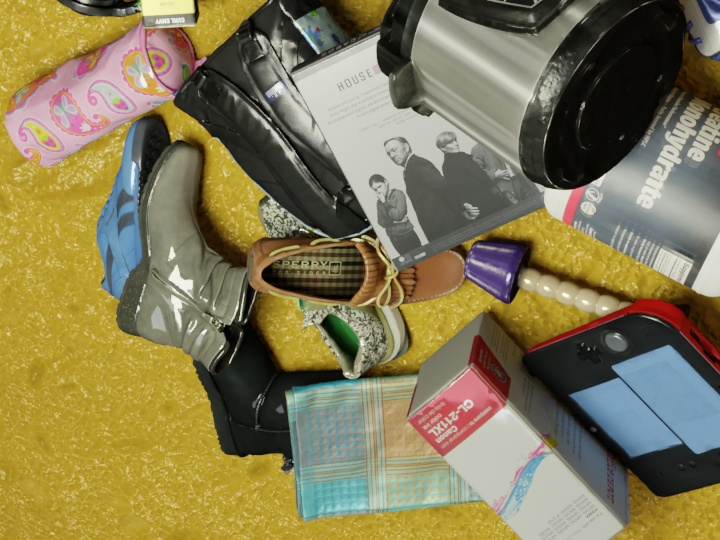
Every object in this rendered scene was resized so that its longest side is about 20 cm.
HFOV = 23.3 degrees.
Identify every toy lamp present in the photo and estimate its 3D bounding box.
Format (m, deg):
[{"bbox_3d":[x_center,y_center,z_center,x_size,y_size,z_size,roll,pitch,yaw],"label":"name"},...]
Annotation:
[{"bbox_3d":[0.188,0.021,1.540,0.199,0.058,0.058,21,122,12],"label":"toy lamp"}]

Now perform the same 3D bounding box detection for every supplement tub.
[{"bbox_3d":[0.262,-0.066,1.407,0.199,0.140,0.141,28,124,10],"label":"supplement tub"}]

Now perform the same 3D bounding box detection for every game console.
[{"bbox_3d":[0.260,0.116,1.526,0.200,0.031,0.177,45,138,-15],"label":"game console"}]

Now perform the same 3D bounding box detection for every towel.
[{"bbox_3d":[0.032,0.166,1.657,0.199,0.022,0.147,-5,115,0],"label":"towel"}]

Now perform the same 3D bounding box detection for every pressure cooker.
[{"bbox_3d":[0.118,-0.175,1.303,0.200,0.175,0.179,39,117,30],"label":"pressure cooker"}]

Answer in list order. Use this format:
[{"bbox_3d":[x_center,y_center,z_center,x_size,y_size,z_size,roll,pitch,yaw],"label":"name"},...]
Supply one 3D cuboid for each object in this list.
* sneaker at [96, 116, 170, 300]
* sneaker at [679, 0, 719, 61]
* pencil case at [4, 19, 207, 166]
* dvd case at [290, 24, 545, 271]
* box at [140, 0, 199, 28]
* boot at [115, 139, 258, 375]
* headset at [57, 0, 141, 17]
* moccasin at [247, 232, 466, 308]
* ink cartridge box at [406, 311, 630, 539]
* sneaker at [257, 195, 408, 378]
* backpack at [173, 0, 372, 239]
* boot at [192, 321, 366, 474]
[{"bbox_3d":[-0.227,-0.058,1.691,0.078,0.066,0.201,16,121,22],"label":"sneaker"},{"bbox_3d":[0.257,-0.226,1.365,0.198,0.081,0.116,12,117,18],"label":"sneaker"},{"bbox_3d":[-0.240,-0.166,1.632,0.199,0.087,0.088,-23,104,31],"label":"pencil case"},{"bbox_3d":[0.053,-0.112,1.446,0.150,0.025,0.201,-23,113,13],"label":"dvd case"},{"bbox_3d":[-0.170,-0.314,1.506,0.050,0.075,0.201,-4,106,-1],"label":"box"},{"bbox_3d":[-0.146,-0.012,1.639,0.130,0.068,0.201,18,98,27],"label":"boot"},{"bbox_3d":[-0.259,-0.282,1.575,0.199,0.094,0.124,-8,111,16],"label":"headset"},{"bbox_3d":[0.000,-0.002,1.562,0.200,0.078,0.074,7,101,-15],"label":"moccasin"},{"bbox_3d":[0.143,0.153,1.556,0.083,0.146,0.200,-41,97,17],"label":"ink cartridge box"},{"bbox_3d":[-0.034,0.016,1.621,0.077,0.089,0.200,-32,98,34],"label":"sneaker"},{"bbox_3d":[-0.035,-0.126,1.530,0.163,0.154,0.200,-43,79,27],"label":"backpack"},{"bbox_3d":[-0.071,0.110,1.698,0.162,0.073,0.199,2,120,26],"label":"boot"}]
